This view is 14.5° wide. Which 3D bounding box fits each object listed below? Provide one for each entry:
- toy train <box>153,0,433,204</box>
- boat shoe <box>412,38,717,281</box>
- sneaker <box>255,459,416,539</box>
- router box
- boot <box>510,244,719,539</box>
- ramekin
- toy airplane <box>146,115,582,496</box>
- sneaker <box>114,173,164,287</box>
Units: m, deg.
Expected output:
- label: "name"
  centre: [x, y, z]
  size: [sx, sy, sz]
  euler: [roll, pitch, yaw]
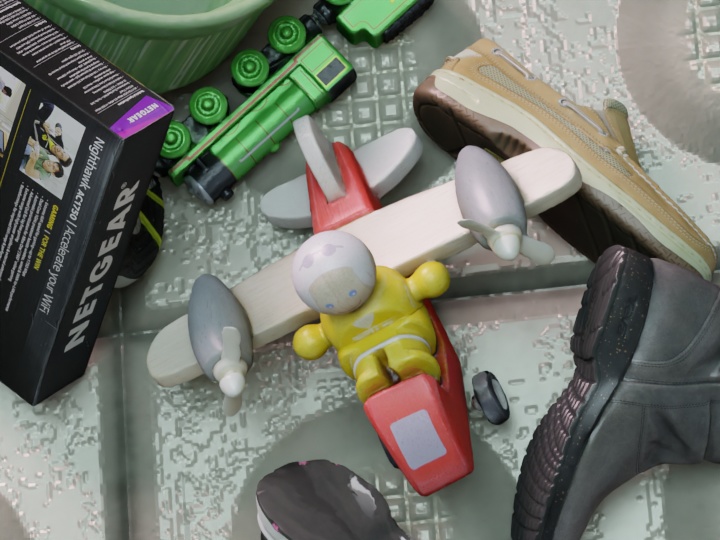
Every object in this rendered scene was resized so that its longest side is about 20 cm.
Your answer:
- label: "toy train"
  centre: [-0.038, -0.114, 1.627]
  size: [0.200, 0.042, 0.056]
  euler: [-43, 83, -5]
- label: "boat shoe"
  centre: [0.126, -0.065, 1.575]
  size: [0.200, 0.072, 0.076]
  euler: [39, 67, 15]
- label: "sneaker"
  centre: [0.022, 0.187, 1.507]
  size: [0.080, 0.086, 0.200]
  euler: [-28, 58, -32]
- label: "router box"
  centre: [-0.197, -0.044, 1.557]
  size: [0.149, 0.200, 0.051]
  euler: [36, 39, 17]
- label: "boot"
  centre: [0.165, 0.094, 1.516]
  size: [0.132, 0.070, 0.200]
  euler: [18, 102, -12]
- label: "ramekin"
  centre: [-0.133, -0.195, 1.596]
  size: [0.200, 0.098, 0.200]
  euler: [10, 58, -16]
- label: "toy airplane"
  centre: [0.000, 0.000, 1.531]
  size: [0.199, 0.141, 0.200]
  euler: [21, 84, 23]
- label: "sneaker"
  centre: [-0.178, -0.072, 1.628]
  size: [0.076, 0.075, 0.200]
  euler: [-34, 69, 21]
